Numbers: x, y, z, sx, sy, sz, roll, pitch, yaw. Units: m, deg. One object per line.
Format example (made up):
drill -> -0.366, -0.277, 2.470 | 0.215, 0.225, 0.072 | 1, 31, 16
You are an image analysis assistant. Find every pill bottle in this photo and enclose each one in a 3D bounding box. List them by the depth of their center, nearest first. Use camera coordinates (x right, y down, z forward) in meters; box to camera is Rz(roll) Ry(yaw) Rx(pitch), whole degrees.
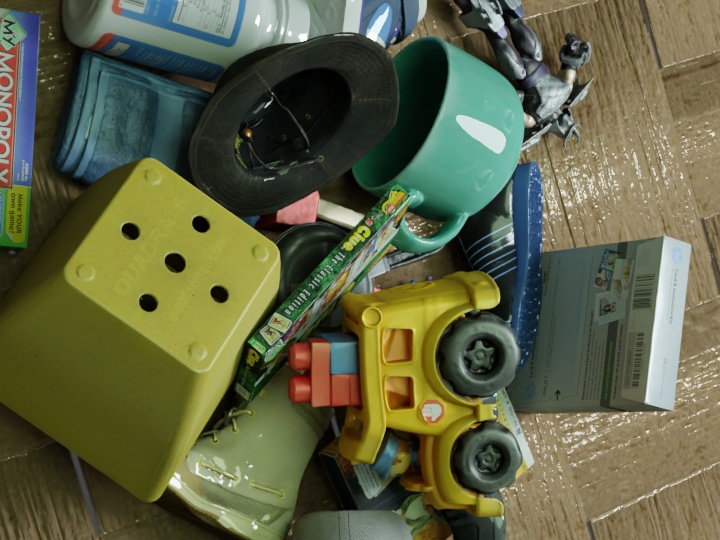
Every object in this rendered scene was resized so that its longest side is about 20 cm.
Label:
pill bottle -> -0.149, -0.226, 1.638 | 0.198, 0.112, 0.114 | 14, 77, -30

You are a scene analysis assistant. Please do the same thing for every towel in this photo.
towel -> -0.167, -0.110, 1.650 | 0.198, 0.048, 0.113 | 17, 76, -28

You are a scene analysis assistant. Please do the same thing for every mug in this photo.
mug -> 0.072, -0.108, 1.739 | 0.114, 0.152, 0.186 | 24, 95, -28

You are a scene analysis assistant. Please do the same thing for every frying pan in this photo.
frying pan -> -0.002, 0.017, 1.690 | 0.188, 0.031, 0.116 | 6, 82, -26

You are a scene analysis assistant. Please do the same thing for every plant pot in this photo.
plant pot -> -0.174, 0.030, 1.512 | 0.199, 0.176, 0.201 | 35, 57, -6

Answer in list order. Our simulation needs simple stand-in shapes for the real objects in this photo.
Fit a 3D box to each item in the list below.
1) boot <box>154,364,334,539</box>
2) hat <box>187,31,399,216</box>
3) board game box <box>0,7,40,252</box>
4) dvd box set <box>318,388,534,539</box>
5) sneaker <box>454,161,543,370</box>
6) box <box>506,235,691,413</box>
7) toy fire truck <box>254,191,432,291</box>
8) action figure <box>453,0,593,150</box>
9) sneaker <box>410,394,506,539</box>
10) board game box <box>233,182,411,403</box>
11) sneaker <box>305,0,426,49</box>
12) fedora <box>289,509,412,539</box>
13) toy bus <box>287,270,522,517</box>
boot -> -0.121, 0.139, 1.633 | 0.199, 0.073, 0.157 | 33, 69, -25
hat -> -0.068, -0.144, 1.620 | 0.199, 0.202, 0.081 | -4, 44, -31
board game box -> -0.337, -0.123, 1.563 | 0.133, 0.029, 0.202 | 6, 81, -29
dvd box set -> 0.065, 0.175, 1.751 | 0.199, 0.029, 0.147 | -35, 114, -29
sneaker -> 0.130, -0.006, 1.799 | 0.070, 0.077, 0.202 | 22, 70, -66
box -> 0.220, 0.055, 1.771 | 0.041, 0.199, 0.158 | 16, 76, -34
toy fire truck -> -0.001, 0.002, 1.735 | 0.198, 0.049, 0.143 | 3, 82, -30
action figure -> 0.161, -0.204, 1.846 | 0.130, 0.069, 0.201 | -46, 110, -32
sneaker -> 0.083, 0.188, 1.713 | 0.081, 0.073, 0.202 | -8, 95, -17
board game box -> -0.032, 0.019, 1.595 | 0.023, 0.105, 0.200 | 39, 64, 7
sneaker -> 0.009, -0.205, 1.734 | 0.146, 0.080, 0.202 | -17, 123, -46
fedora -> -0.007, 0.264, 1.638 | 0.175, 0.200, 0.091 | -8, 61, 9
toy bus -> 0.032, 0.109, 1.588 | 0.190, 0.136, 0.202 | -5, 97, -12
